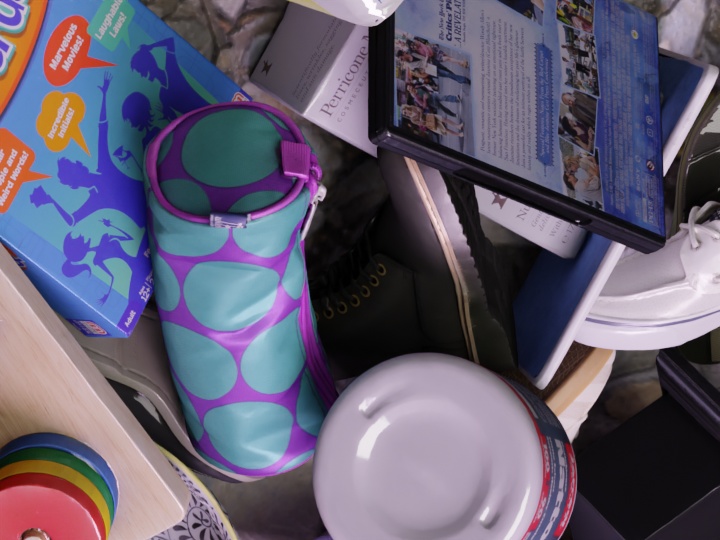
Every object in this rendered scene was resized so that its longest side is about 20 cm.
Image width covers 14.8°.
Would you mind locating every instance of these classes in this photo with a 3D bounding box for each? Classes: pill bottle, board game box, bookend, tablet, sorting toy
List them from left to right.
[{"bbox_3d":[-0.223,0.101,1.392,0.198,0.070,0.200,-28,112,19],"label":"sorting toy"},{"bbox_3d":[-0.164,-0.082,1.411,0.200,0.045,0.153,39,66,-32],"label":"board game box"},{"bbox_3d":[0.053,0.110,1.484,0.120,0.119,0.200,-58,166,2],"label":"pill bottle"},{"bbox_3d":[0.137,-0.032,1.566,0.014,0.130,0.201,27,95,-12],"label":"tablet"},{"bbox_3d":[0.143,0.181,1.629,0.200,0.092,0.199,-34,141,-13],"label":"bookend"}]

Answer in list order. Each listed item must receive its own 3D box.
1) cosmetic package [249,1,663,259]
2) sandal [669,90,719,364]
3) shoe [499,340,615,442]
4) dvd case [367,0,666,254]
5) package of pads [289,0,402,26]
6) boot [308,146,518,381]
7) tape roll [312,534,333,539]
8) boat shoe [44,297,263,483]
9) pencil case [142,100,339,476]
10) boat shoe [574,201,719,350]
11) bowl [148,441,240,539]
[{"bbox_3d":[0.054,-0.101,1.524,0.200,0.081,0.113,24,98,-33],"label":"cosmetic package"},{"bbox_3d":[0.217,-0.036,1.650,0.079,0.057,0.202,5,124,-9],"label":"sandal"},{"bbox_3d":[0.078,0.110,1.623,0.200,0.070,0.053,-44,122,3],"label":"shoe"},{"bbox_3d":[0.083,-0.101,1.448,0.200,0.018,0.143,20,59,-36],"label":"dvd case"},{"bbox_3d":[-0.062,-0.198,1.358,0.154,0.200,0.068,43,81,-32],"label":"package of pads"},{"bbox_3d":[0.000,0.000,1.487,0.138,0.078,0.200,-10,136,10],"label":"boot"},{"bbox_3d":[0.027,0.235,1.516,0.199,0.200,0.066,7,126,-29],"label":"tape roll"},{"bbox_3d":[-0.128,0.062,1.516,0.063,0.073,0.200,-24,136,32],"label":"boat shoe"},{"bbox_3d":[-0.057,0.014,1.427,0.092,0.085,0.200,5,136,10],"label":"pencil case"},{"bbox_3d":[0.208,-0.010,1.588,0.199,0.071,0.070,-11,127,0],"label":"boat shoe"},{"bbox_3d":[-0.135,0.171,1.499,0.200,0.094,0.202,2,98,18],"label":"bowl"}]
